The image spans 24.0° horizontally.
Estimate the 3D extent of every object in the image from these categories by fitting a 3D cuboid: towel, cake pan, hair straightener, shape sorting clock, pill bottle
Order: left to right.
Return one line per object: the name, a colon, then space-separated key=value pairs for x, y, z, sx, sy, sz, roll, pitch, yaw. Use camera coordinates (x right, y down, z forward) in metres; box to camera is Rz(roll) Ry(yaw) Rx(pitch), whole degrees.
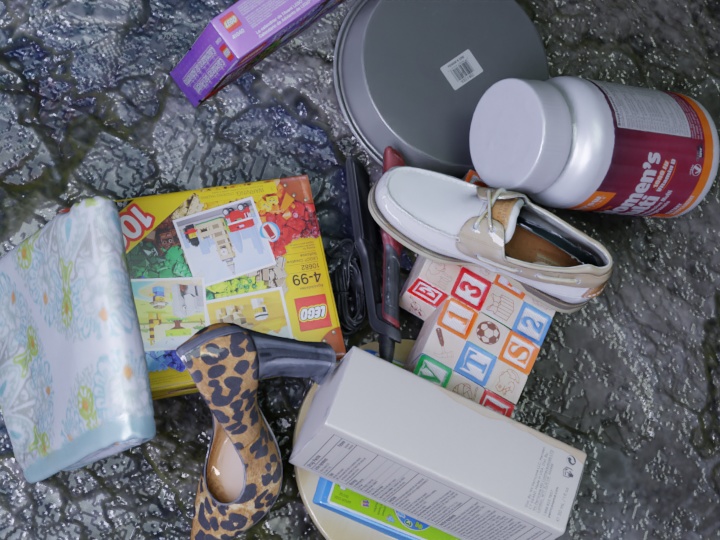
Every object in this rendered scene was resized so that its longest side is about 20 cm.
towel: x=-0.212 y=0.055 z=1.210 sx=0.048 sy=0.200 sz=0.171 roll=-8 pitch=80 yaw=-35
hair straightener: x=0.000 y=0.000 z=1.377 sx=0.077 sy=0.041 sz=0.200 roll=-9 pitch=74 yaw=23
shape sorting clock: x=0.040 y=0.152 z=1.363 sx=0.200 sy=0.039 sz=0.200 roll=7 pitch=67 yaw=-16
cake pan: x=0.077 y=-0.168 z=1.443 sx=0.200 sy=0.037 sz=0.200 roll=4 pitch=78 yaw=-19
pill bottle: x=0.194 y=-0.103 z=1.406 sx=0.200 sy=0.110 sz=0.110 roll=3 pitch=78 yaw=-37

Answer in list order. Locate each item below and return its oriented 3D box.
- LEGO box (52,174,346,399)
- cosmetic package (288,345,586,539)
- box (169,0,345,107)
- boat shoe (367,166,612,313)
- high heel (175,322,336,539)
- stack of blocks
LEGO box: x=-0.129 y=0.017 z=1.310 sx=0.200 sy=0.077 sz=0.149 roll=-10 pitch=82 yaw=-21
cosmetic package: x=0.058 y=0.143 z=1.293 sx=0.200 sy=0.104 sz=0.073 roll=26 pitch=61 yaw=-8
box: x=-0.052 y=-0.215 z=1.353 sx=0.200 sy=0.137 sz=0.039 roll=-39 pitch=93 yaw=-22
boat shoe: x=0.106 y=-0.036 z=1.334 sx=0.200 sy=0.068 sz=0.075 roll=22 pitch=63 yaw=-8
high heel: x=-0.116 y=0.126 z=1.246 sx=0.143 sy=0.071 sz=0.200 roll=11 pitch=113 yaw=-47
stack of blocks: x=0.092 y=0.032 z=1.373 sx=0.115 sy=0.059 sz=0.200 roll=29 pitch=62 yaw=-5
